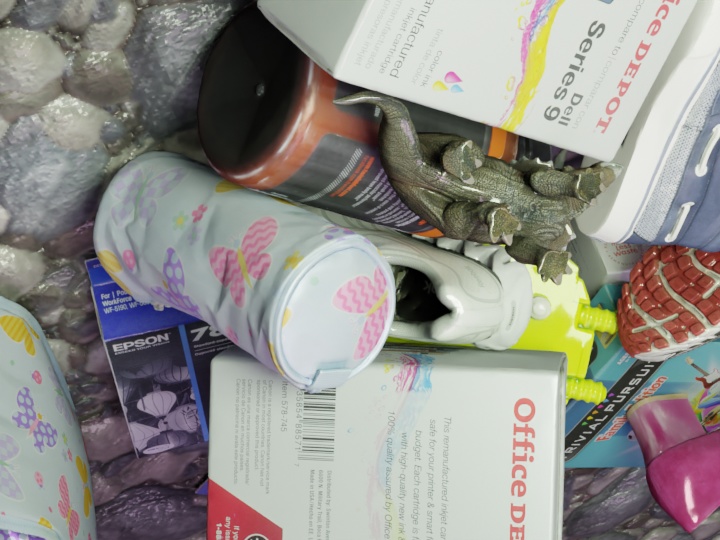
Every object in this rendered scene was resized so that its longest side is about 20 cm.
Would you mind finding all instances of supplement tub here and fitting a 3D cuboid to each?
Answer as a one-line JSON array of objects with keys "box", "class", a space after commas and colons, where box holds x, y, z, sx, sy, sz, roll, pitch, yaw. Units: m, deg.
[{"box": [0.014, -0.078, 1.136, 0.200, 0.107, 0.107, 15, 135, -39], "class": "supplement tub"}]

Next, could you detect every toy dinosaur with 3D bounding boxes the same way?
[{"box": [0.059, -0.040, 1.061, 0.199, 0.077, 0.102, 11, -179, -29], "class": "toy dinosaur"}]

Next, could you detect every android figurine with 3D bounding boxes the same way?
[{"box": [0.062, 0.035, 1.275, 0.199, 0.183, 0.041, 14, -176, 1], "class": "android figurine"}]

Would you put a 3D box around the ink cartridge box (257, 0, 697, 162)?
[{"box": [0.072, -0.154, 1.033, 0.200, 0.088, 0.146, 13, 112, -41], "class": "ink cartridge box"}]

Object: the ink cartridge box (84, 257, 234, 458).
[{"box": [-0.115, 0.051, 1.326, 0.099, 0.039, 0.200, -14, 146, -5], "class": "ink cartridge box"}]

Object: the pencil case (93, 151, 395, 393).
[{"box": [-0.068, -0.002, 1.129, 0.083, 0.200, 0.091, 18, 94, -42], "class": "pencil case"}]

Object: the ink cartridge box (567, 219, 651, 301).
[{"box": [0.193, 0.002, 1.369, 0.115, 0.068, 0.200, -10, 146, -15], "class": "ink cartridge box"}]

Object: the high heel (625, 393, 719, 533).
[{"box": [0.276, 0.123, 1.351, 0.199, 0.096, 0.067, 0, 142, -29], "class": "high heel"}]

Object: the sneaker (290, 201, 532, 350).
[{"box": [0.000, 0.000, 1.195, 0.081, 0.199, 0.075, -14, 113, -54], "class": "sneaker"}]

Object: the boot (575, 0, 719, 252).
[{"box": [0.194, -0.098, 1.129, 0.090, 0.073, 0.200, 6, 128, -21], "class": "boot"}]

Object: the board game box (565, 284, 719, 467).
[{"box": [0.212, 0.076, 1.381, 0.199, 0.047, 0.151, 2, 141, -32], "class": "board game box"}]

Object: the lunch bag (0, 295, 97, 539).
[{"box": [-0.235, 0.127, 1.261, 0.127, 0.170, 0.200, -11, 149, -5], "class": "lunch bag"}]

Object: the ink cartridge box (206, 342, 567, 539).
[{"box": [0.021, 0.118, 1.189, 0.199, 0.146, 0.145, 3, -177, 8], "class": "ink cartridge box"}]

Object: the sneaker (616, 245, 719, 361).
[{"box": [0.249, 0.003, 1.233, 0.200, 0.078, 0.082, -28, 138, 14], "class": "sneaker"}]

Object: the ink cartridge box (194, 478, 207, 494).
[{"box": [0.011, 0.135, 1.502, 0.197, 0.047, 0.200, 9, 136, -35], "class": "ink cartridge box"}]
